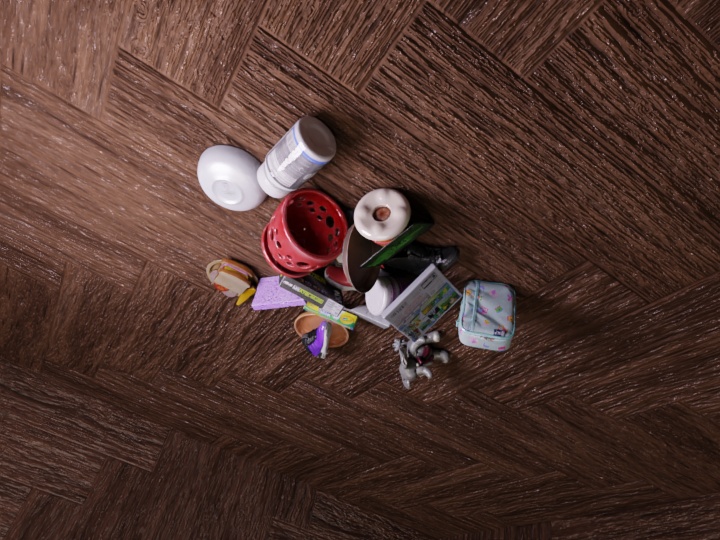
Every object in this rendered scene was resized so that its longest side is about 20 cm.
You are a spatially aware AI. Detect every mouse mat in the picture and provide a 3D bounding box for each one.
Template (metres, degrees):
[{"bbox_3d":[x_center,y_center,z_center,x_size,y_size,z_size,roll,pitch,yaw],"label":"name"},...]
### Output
[{"bbox_3d":[0.096,-0.065,1.362,0.199,0.160,0.008,-37,78,24],"label":"mouse mat"}]

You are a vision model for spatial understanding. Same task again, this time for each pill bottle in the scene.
[{"bbox_3d":[0.123,0.075,1.523,0.197,0.114,0.112,2,149,-31],"label":"pill bottle"},{"bbox_3d":[-0.157,-0.262,1.250,0.113,0.115,0.199,35,137,-24],"label":"pill bottle"}]

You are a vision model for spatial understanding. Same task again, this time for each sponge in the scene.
[{"bbox_3d":[-0.247,0.066,1.670,0.197,0.113,0.030,-7,139,24],"label":"sponge"}]

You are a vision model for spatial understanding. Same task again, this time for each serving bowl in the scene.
[{"bbox_3d":[-0.342,-0.229,1.387,0.196,0.066,0.202,9,140,7],"label":"serving bowl"}]

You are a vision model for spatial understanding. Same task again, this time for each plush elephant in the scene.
[{"bbox_3d":[0.193,0.308,1.783,0.196,0.156,0.166,0,139,17],"label":"plush elephant"}]

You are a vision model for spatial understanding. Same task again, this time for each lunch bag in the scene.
[{"bbox_3d":[0.353,0.124,1.479,0.158,0.202,0.078,10,140,8],"label":"lunch bag"}]

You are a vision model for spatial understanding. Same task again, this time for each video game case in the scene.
[{"bbox_3d":[0.176,0.096,1.478,0.200,0.022,0.182,-45,134,5],"label":"video game case"}]

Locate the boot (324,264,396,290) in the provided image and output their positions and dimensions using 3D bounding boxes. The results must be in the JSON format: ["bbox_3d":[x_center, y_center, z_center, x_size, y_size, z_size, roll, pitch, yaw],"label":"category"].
[{"bbox_3d":[0.000,0.000,1.551,0.197,0.073,0.145,14,141,-12],"label":"boot"}]

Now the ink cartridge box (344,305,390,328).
[{"bbox_3d":[0.004,0.125,1.663,0.198,0.058,0.163,27,172,1],"label":"ink cartridge box"}]

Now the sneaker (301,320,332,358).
[{"bbox_3d":[-0.157,0.237,1.821,0.098,0.070,0.202,16,140,2],"label":"sneaker"}]

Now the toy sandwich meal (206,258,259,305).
[{"bbox_3d":[-0.421,0.040,1.726,0.201,0.071,0.207,9,141,7],"label":"toy sandwich meal"}]

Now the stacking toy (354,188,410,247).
[{"bbox_3d":[0.072,-0.105,1.377,0.144,0.148,0.201,1,155,16],"label":"stacking toy"}]

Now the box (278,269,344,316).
[{"bbox_3d":[-0.145,0.035,1.547,0.198,0.194,0.048,30,108,-17],"label":"box"}]

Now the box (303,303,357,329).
[{"bbox_3d":[-0.107,0.135,1.706,0.197,0.049,0.117,24,172,4],"label":"box"}]

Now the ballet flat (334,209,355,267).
[{"bbox_3d":[-0.040,-0.079,1.467,0.072,0.074,0.201,17,141,-3],"label":"ballet flat"}]

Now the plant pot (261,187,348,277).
[{"bbox_3d":[-0.158,-0.090,1.392,0.199,0.203,0.182,33,143,-22],"label":"plant pot"}]

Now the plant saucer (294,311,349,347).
[{"bbox_3d":[-0.134,0.201,1.856,0.196,0.038,0.202,8,140,7],"label":"plant saucer"}]

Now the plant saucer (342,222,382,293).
[{"bbox_3d":[0.002,-0.042,1.397,0.032,0.202,0.201,3,141,29],"label":"plant saucer"}]

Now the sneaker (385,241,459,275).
[{"bbox_3d":[0.167,-0.041,1.454,0.198,0.061,0.104,-21,133,40],"label":"sneaker"}]
